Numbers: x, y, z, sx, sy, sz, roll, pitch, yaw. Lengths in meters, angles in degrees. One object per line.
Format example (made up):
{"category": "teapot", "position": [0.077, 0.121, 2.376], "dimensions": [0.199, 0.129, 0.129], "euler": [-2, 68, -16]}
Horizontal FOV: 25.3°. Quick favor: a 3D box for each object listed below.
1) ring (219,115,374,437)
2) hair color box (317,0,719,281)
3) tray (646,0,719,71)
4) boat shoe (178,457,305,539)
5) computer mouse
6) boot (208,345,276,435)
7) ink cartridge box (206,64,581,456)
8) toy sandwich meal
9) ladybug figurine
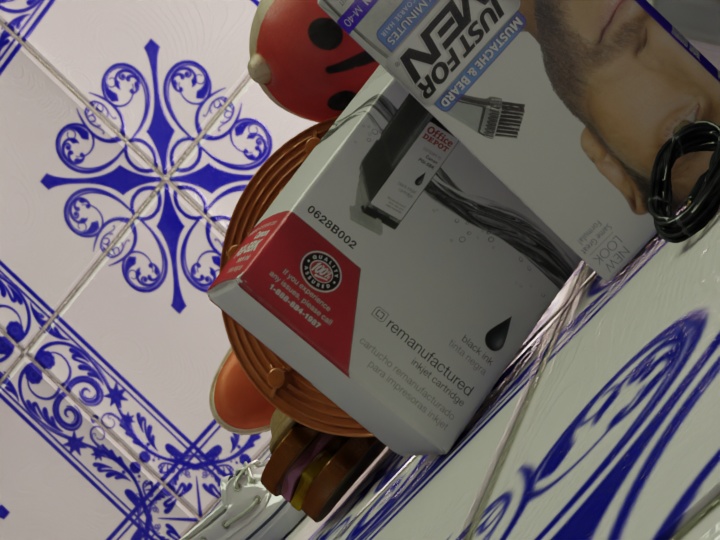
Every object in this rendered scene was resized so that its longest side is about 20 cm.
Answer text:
{"category": "ring", "position": [0.000, 0.000, 0.977], "dimensions": [0.201, 0.201, 0.019], "euler": [-47, -21, 11]}
{"category": "hair color box", "position": [0.089, -0.105, 0.790], "dimensions": [0.109, 0.200, 0.065], "euler": [-47, 2, 16]}
{"category": "tray", "position": [0.183, -0.197, 0.835], "dimensions": [0.022, 0.106, 0.202], "euler": [-177, 96, -66]}
{"category": "boat shoe", "position": [-0.085, 0.188, 1.285], "dimensions": [0.200, 0.067, 0.074], "euler": [-48, 0, 10]}
{"category": "computer mouse", "position": [0.186, -0.082, 0.726], "dimensions": [0.058, 0.034, 0.201], "euler": [2, 47, 50]}
{"category": "boot", "position": [-0.032, 0.042, 1.122], "dimensions": [0.200, 0.075, 0.107], "euler": [-41, -5, 3]}
{"category": "ink cartridge box", "position": [0.037, -0.023, 0.866], "dimensions": [0.201, 0.146, 0.083], "euler": [-54, 9, -15]}
{"category": "toy sandwich meal", "position": [0.017, 0.080, 1.071], "dimensions": [0.205, 0.070, 0.205], "euler": [-40, -10, -8]}
{"category": "ladybug figurine", "position": [0.022, -0.158, 1.018], "dimensions": [0.199, 0.137, 0.072], "euler": [-28, 33, -15]}
